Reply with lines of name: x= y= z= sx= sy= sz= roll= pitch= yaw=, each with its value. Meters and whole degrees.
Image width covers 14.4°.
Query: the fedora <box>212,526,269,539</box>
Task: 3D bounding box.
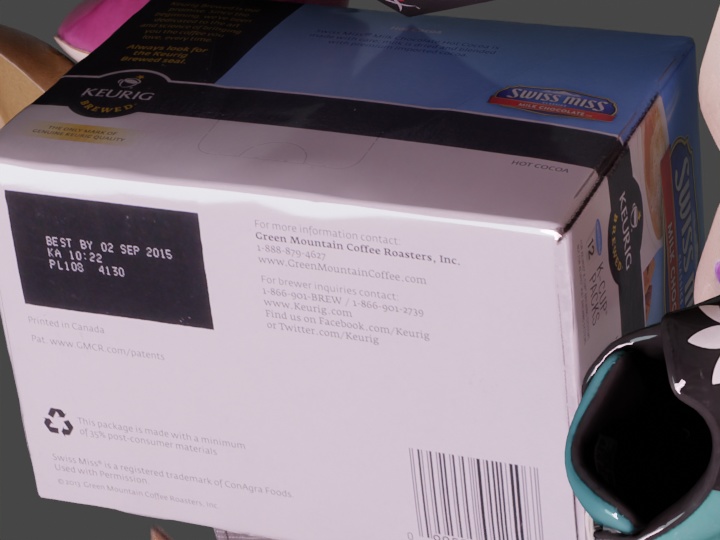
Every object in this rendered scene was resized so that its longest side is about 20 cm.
fedora: x=-0.004 y=0.078 z=1.056 sx=0.200 sy=0.090 sz=0.178 roll=9 pitch=114 yaw=62

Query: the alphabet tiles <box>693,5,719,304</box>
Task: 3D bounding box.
alphabet tiles: x=0.137 y=-0.026 z=0.776 sx=0.201 sy=0.015 sz=0.196 roll=-106 pitch=23 yaw=-47

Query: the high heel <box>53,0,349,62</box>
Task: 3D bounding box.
high heel: x=-0.058 y=-0.107 z=1.083 sx=0.067 sy=0.096 sz=0.200 roll=30 pitch=177 yaw=-17

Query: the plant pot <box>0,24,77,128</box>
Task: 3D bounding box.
plant pot: x=-0.109 y=-0.026 z=1.178 sx=0.200 sy=0.027 sz=0.200 roll=44 pitch=161 yaw=19

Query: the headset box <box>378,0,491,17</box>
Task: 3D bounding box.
headset box: x=0.025 y=-0.145 z=0.817 sx=0.148 sy=0.075 sz=0.200 roll=26 pitch=164 yaw=-29

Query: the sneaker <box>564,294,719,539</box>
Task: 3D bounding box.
sneaker: x=0.086 y=0.055 z=0.775 sx=0.200 sy=0.079 sz=0.072 roll=115 pitch=152 yaw=-57

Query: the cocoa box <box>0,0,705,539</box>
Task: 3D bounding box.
cocoa box: x=0.000 y=0.000 z=0.917 sx=0.199 sy=0.131 sz=0.134 roll=7 pitch=122 yaw=23
